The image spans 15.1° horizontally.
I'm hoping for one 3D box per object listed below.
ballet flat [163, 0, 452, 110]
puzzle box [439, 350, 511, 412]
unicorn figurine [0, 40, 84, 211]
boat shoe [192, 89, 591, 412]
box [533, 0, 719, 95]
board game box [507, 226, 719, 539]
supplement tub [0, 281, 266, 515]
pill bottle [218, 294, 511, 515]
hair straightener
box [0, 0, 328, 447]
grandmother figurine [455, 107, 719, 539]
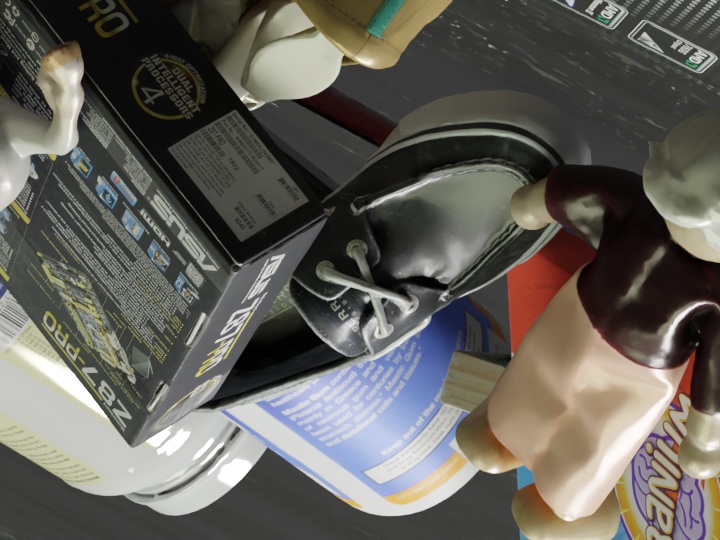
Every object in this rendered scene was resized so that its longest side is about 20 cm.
[{"bbox_3d":[-0.033,-0.087,0.931,0.069,0.063,0.200,31,165,-18],"label":"ballet flat"},{"bbox_3d":[0.150,0.075,1.167,0.200,0.025,0.133,17,-176,30],"label":"puzzle box"},{"bbox_3d":[-0.148,-0.056,0.923,0.074,0.200,0.137,-13,162,-27],"label":"unicorn figurine"},{"bbox_3d":[0.000,0.000,1.017,0.200,0.068,0.072,-25,115,35],"label":"boat shoe"},{"bbox_3d":[0.152,-0.072,0.695,0.193,0.048,0.200,29,166,-4],"label":"box"},{"bbox_3d":[0.135,0.080,1.018,0.200,0.040,0.153,33,138,44],"label":"board game box"},{"bbox_3d":[-0.142,0.022,1.339,0.200,0.145,0.145,35,163,-31],"label":"supplement tub"},{"bbox_3d":[-0.029,0.019,1.198,0.112,0.112,0.200,11,159,46],"label":"pill bottle"},{"bbox_3d":[-0.075,-0.064,1.053,0.200,0.077,0.041,29,-171,-14],"label":"hair straightener"},{"bbox_3d":[-0.108,-0.051,0.974,0.200,0.049,0.161,51,148,11],"label":"box"},{"bbox_3d":[0.095,0.012,0.939,0.121,0.061,0.200,46,140,13],"label":"grandmother figurine"}]
